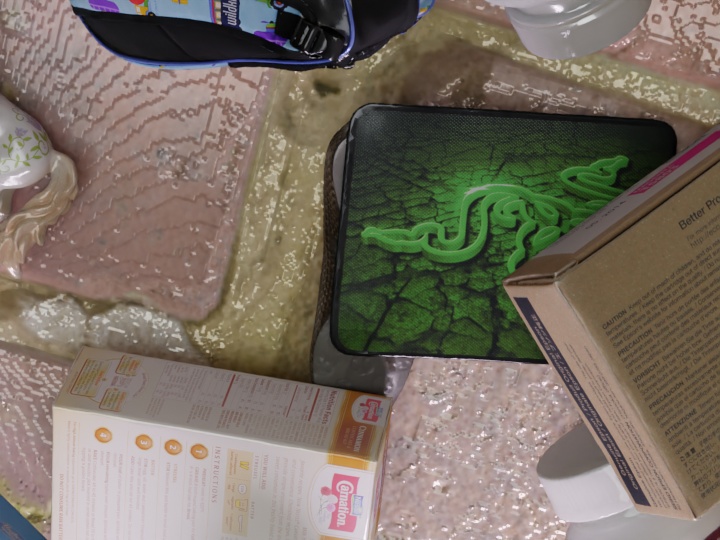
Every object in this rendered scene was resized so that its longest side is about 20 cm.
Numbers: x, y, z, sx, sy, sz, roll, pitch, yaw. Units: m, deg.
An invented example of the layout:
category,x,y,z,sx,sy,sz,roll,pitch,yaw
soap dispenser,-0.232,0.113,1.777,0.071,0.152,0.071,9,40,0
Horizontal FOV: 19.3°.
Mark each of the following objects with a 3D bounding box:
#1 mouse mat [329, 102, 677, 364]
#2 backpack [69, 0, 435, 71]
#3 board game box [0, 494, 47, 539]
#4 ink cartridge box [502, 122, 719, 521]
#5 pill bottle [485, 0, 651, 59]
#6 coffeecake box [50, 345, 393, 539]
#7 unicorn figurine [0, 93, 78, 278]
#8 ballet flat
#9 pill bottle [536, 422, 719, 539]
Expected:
category,x,y,z,sx,sy,sz,roll,pitch,yaw
mouse mat,0.085,-0.019,1.275,0.200,0.008,0.161,2,109,-8
backpack,-0.073,-0.203,1.199,0.200,0.135,0.183,1,108,33
board game box,-0.305,0.209,1.376,0.153,0.040,0.200,40,110,22
ink cartridge box,0.206,0.019,1.210,0.200,0.075,0.165,-34,100,-19
pill bottle,0.089,-0.216,1.160,0.111,0.111,0.200,-20,128,14
coffeecake box,-0.088,0.143,1.323,0.200,0.073,0.154,9,122,5
unicorn figurine,-0.253,-0.098,1.298,0.200,0.074,0.137,39,108,-22
ballet flat,0.000,0.000,1.303,0.067,0.046,0.200,-3,113,-7
pill bottle,0.192,0.187,1.294,0.109,0.110,0.200,-25,102,15
